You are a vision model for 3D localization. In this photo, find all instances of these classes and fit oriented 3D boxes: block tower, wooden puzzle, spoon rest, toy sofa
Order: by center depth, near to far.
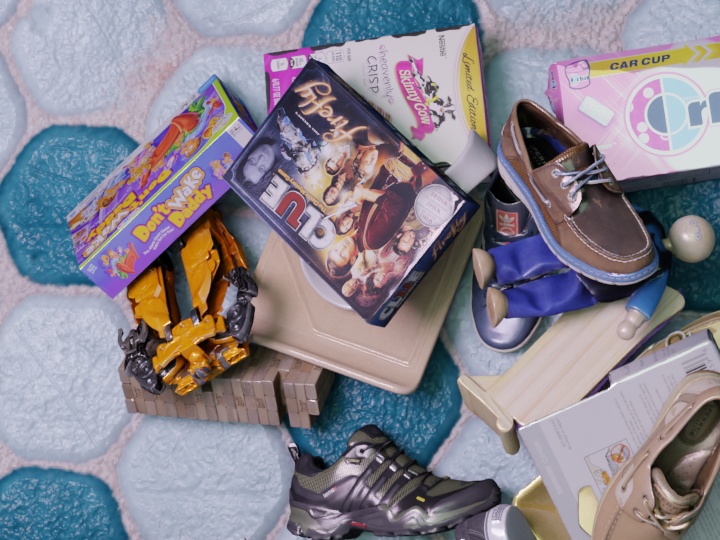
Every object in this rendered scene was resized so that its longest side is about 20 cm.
[{"bbox_3d":[0.185,0.070,1.552,0.098,0.083,0.200,42,81,19],"label":"toy sofa"},{"bbox_3d":[0.033,-0.043,1.575,0.200,0.061,0.099,-39,99,15],"label":"spoon rest"},{"bbox_3d":[0.000,0.000,1.646,0.184,0.037,0.201,19,73,17],"label":"wooden puzzle"},{"bbox_3d":[-0.126,0.102,1.655,0.199,0.058,0.054,4,126,17],"label":"block tower"}]

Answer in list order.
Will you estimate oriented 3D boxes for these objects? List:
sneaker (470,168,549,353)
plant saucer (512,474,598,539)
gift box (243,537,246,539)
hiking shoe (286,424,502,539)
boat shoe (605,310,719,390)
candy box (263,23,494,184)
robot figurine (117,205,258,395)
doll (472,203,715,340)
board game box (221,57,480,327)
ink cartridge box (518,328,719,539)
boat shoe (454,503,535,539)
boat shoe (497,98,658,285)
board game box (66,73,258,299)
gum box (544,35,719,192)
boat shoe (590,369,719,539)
[{"bbox_3d":[0.133,-0.029,1.599,0.075,0.084,0.201,7,84,16],"label":"sneaker"},{"bbox_3d":[0.266,0.215,1.547,0.200,0.048,0.200,-40,73,7],"label":"plant saucer"},{"bbox_3d":[-0.171,0.333,1.578,0.186,0.184,0.201,3,89,17],"label":"gift box"},{"bbox_3d":[0.025,0.186,1.602,0.199,0.076,0.101,-6,84,15],"label":"hiking shoe"},{"bbox_3d":[0.246,0.105,1.510,0.200,0.063,0.073,-35,75,8],"label":"boat shoe"},{"bbox_3d":[0.017,-0.139,1.640,0.199,0.061,0.137,-8,72,7],"label":"candy box"},{"bbox_3d":[-0.153,0.028,1.633,0.145,0.058,0.201,-32,43,13],"label":"robot figurine"},{"bbox_3d":[0.200,-0.002,1.505,0.199,0.049,0.137,-15,60,-4],"label":"doll"},{"bbox_3d":[-0.011,-0.067,1.546,0.200,0.035,0.136,44,104,24],"label":"board game box"},{"bbox_3d":[0.248,0.174,1.476,0.173,0.044,0.201,-25,99,11],"label":"ink cartridge box"},{"bbox_3d":[0.134,0.299,1.546,0.066,0.070,0.201,-18,102,28],"label":"boat shoe"},{"bbox_3d":[0.173,-0.067,1.482,0.072,0.073,0.200,-27,49,-19],"label":"boat shoe"},{"bbox_3d":[-0.181,-0.080,1.669,0.200,0.135,0.045,-43,116,5],"label":"board game box"},{"bbox_3d":[0.265,-0.135,1.580,0.199,0.066,0.114,-8,81,9],"label":"gum box"},{"bbox_3d":[0.237,0.174,1.422,0.071,0.065,0.201,23,103,0],"label":"boat shoe"}]
